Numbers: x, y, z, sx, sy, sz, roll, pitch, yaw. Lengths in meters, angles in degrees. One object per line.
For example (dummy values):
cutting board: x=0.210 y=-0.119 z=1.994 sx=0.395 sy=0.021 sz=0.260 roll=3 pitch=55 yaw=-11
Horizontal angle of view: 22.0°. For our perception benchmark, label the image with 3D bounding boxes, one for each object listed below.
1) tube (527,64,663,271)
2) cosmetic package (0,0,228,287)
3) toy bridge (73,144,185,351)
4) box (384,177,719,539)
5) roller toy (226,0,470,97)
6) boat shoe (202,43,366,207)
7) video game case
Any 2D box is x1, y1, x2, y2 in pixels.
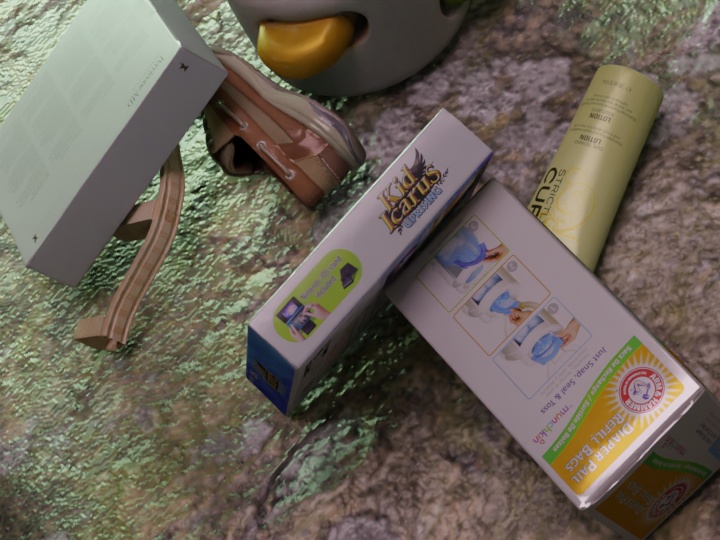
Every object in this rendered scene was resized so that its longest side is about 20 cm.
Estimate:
tube: x=0.146 y=-0.043 z=1.255 sx=0.201 sy=0.052 sz=0.058 roll=-63 pitch=20 yaw=-14
cosmetic package: x=-0.195 y=-0.111 z=1.370 sx=0.200 sy=0.052 sz=0.151 roll=-52 pitch=38 yaw=14
toy bridge: x=-0.160 y=-0.036 z=1.352 sx=0.067 sy=0.027 sz=0.201 roll=-10 pitch=62 yaw=45
box: x=0.127 y=0.057 z=1.140 sx=0.101 sy=0.112 sz=0.200 roll=-45 pitch=57 yaw=5
roller toy: x=-0.018 y=-0.236 z=1.383 sx=0.200 sy=0.140 sz=0.183 roll=-40 pitch=53 yaw=-5
boat shoe: x=-0.086 y=-0.108 z=1.372 sx=0.199 sy=0.076 sz=0.072 roll=30 pitch=80 yaw=38
video game case: x=0.000 y=0.000 z=1.193 sx=0.045 sy=0.200 sz=0.181 roll=42 pitch=78 yaw=5
